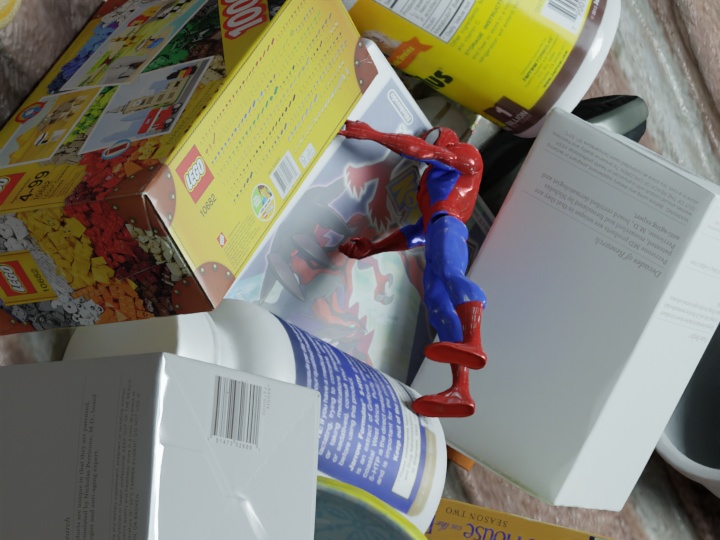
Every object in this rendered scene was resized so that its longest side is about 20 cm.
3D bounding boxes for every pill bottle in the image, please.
[{"bbox_3d":[-0.059,0.083,1.592,0.200,0.119,0.120,30,61,-42],"label":"pill bottle"},{"bbox_3d":[0.043,-0.167,1.739,0.199,0.109,0.110,29,58,-15],"label":"pill bottle"}]

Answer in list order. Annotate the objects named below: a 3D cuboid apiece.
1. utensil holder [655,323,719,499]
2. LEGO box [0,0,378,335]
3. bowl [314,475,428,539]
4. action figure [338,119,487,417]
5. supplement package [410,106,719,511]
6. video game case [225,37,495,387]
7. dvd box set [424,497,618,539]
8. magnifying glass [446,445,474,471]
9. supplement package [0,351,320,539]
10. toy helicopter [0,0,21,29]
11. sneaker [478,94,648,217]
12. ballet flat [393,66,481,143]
[{"bbox_3d":[0.308,0.102,2.062,0.200,0.169,0.171,37,56,-48],"label":"utensil holder"},{"bbox_3d":[-0.103,-0.063,1.533,0.077,0.148,0.200,61,41,-28],"label":"LEGO box"},{"bbox_3d":[-0.035,0.190,1.532,0.108,0.199,0.201,-51,130,-78],"label":"bowl"},{"bbox_3d":[0.022,-0.014,1.664,0.201,0.098,0.065,-85,-173,-47],"label":"action figure"},{"bbox_3d":[0.131,0.026,1.741,0.201,0.117,0.117,-63,156,6],"label":"supplement package"},{"bbox_3d":[0.000,0.000,1.731,0.183,0.023,0.200,-53,129,-22],"label":"video game case"},{"bbox_3d":[0.102,0.157,1.721,0.146,0.199,0.030,21,82,-61],"label":"dvd box set"},{"bbox_3d":[0.110,0.032,1.840,0.079,0.022,0.201,34,90,-32],"label":"magnifying glass"},{"bbox_3d":[-0.134,0.111,1.421,0.121,0.199,0.121,17,72,-51],"label":"supplement package"},{"bbox_3d":[-0.162,-0.209,1.558,0.132,0.079,0.201,45,61,-52],"label":"toy helicopter"},{"bbox_3d":[0.125,-0.036,1.908,0.199,0.076,0.115,-41,119,-45],"label":"sneaker"},{"bbox_3d":[0.046,-0.100,1.816,0.076,0.064,0.200,49,47,-24],"label":"ballet flat"}]
